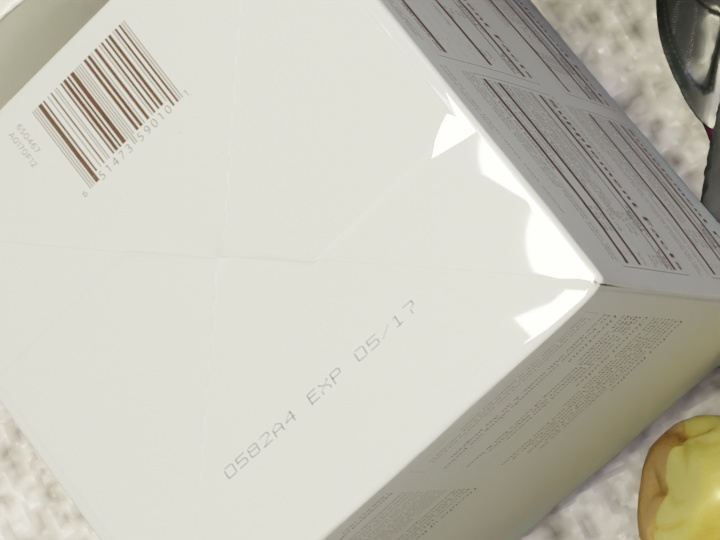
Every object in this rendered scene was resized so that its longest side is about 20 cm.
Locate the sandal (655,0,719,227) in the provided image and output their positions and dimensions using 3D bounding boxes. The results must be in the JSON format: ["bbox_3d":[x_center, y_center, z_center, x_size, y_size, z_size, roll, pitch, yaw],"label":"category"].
[{"bbox_3d":[0.119,-0.069,0.938,0.048,0.075,0.201,3,71,21],"label":"sandal"}]

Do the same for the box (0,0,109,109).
[{"bbox_3d":[-0.175,-0.119,0.924,0.128,0.109,0.200,-42,74,10],"label":"box"}]

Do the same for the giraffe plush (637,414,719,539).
[{"bbox_3d":[0.197,0.098,0.849,0.162,0.200,0.173,15,61,-26],"label":"giraffe plush"}]

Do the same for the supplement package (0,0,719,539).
[{"bbox_3d":[0.000,0.000,0.827,0.152,0.200,0.151,-43,74,15],"label":"supplement package"}]
